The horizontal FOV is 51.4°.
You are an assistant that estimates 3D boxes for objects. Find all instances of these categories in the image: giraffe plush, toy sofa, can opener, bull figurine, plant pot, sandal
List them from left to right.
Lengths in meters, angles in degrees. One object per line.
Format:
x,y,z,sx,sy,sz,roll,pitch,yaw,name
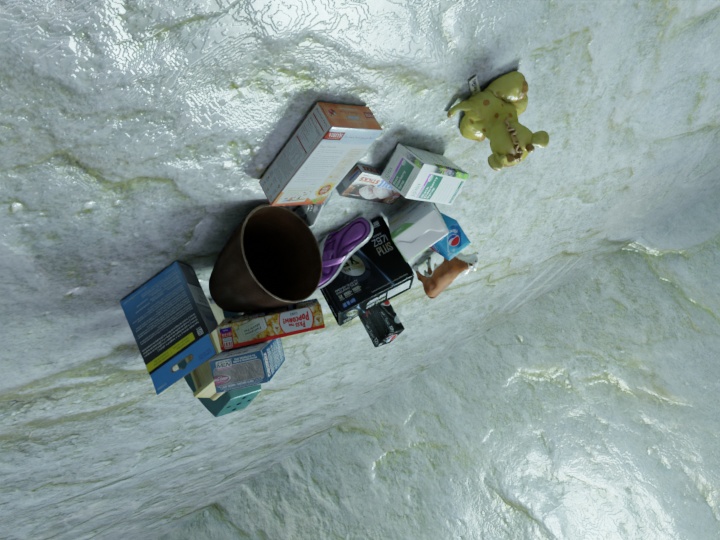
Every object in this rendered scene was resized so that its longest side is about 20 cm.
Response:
-0.321,0.162,1.563,0.082,0.203,0.097,-37,154,20,toy sofa
-0.315,0.212,1.689,0.139,0.203,0.142,-9,152,-43,plant pot
-0.202,0.001,1.431,0.184,0.192,0.198,-9,166,-46,plant pot
-0.101,-0.100,1.480,0.065,0.053,0.201,-18,156,-33,can opener
-0.058,-0.047,1.634,0.203,0.082,0.050,-46,159,-4,sandal
0.239,-0.008,2.093,0.199,0.123,0.064,-42,158,28,bull figurine
0.281,-0.276,1.458,0.171,0.165,0.198,-38,160,22,giraffe plush

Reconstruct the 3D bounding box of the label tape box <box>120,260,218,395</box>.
-0.346,0.110,1.398,0.142,0.203,0.063,-33,160,9,label tape box

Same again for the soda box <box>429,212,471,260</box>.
0.181,-0.088,1.737,0.067,0.065,0.200,-38,-162,-2,soda box

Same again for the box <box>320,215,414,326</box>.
0.000,0.000,1.702,0.196,0.166,0.087,-25,161,-12,box

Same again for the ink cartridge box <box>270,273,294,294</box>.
-0.153,0.006,1.582,0.099,0.039,0.201,-40,-162,21,ink cartridge box

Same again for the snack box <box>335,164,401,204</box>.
0.031,-0.175,1.540,0.072,0.025,0.198,-43,157,26,snack box

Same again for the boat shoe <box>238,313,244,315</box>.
-0.200,0.052,1.684,0.198,0.061,0.072,-17,157,-34,boat shoe

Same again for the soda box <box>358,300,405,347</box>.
0.028,0.086,1.890,0.062,0.203,0.071,-10,153,-47,soda box

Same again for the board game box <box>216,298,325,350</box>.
-0.169,0.100,1.428,0.194,0.048,0.151,-12,-177,-5,board game box

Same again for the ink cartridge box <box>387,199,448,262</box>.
0.124,-0.110,1.686,0.116,0.068,0.201,-34,-162,10,ink cartridge box

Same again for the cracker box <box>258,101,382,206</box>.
-0.070,-0.197,1.291,0.132,0.059,0.200,-8,151,-49,cracker box

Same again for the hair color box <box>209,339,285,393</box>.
-0.205,0.167,1.384,0.097,0.062,0.200,-13,-177,4,hair color box

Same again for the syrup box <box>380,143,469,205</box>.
0.134,-0.194,1.537,0.198,0.081,0.080,0,126,-56,syrup box
